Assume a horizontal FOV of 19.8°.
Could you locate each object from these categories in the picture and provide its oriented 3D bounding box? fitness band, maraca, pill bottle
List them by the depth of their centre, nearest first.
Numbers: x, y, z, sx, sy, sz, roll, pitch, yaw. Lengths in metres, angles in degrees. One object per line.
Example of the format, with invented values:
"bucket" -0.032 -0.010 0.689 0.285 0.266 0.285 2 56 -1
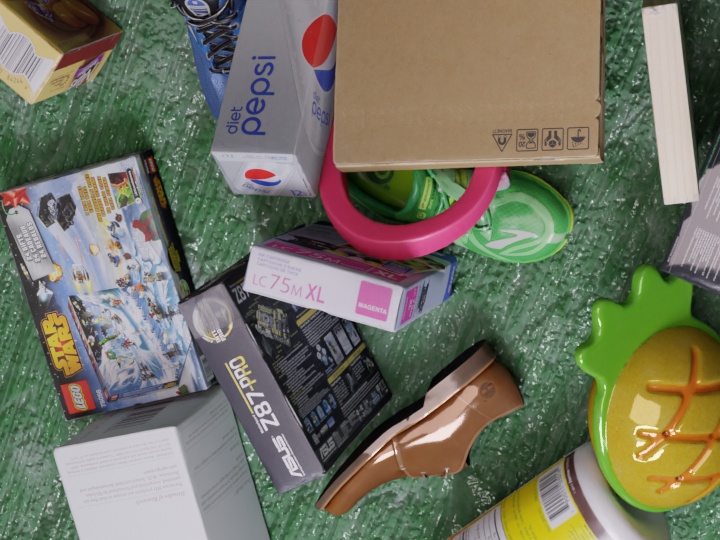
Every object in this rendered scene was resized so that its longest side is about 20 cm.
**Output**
"maraca" 0.222 0.090 1.530 0.107 0.137 0.201 20 141 52
"fitness band" 0.036 -0.099 1.531 0.142 0.037 0.201 -13 58 11
"pill bottle" 0.136 0.228 1.609 0.200 0.109 0.110 -38 91 23

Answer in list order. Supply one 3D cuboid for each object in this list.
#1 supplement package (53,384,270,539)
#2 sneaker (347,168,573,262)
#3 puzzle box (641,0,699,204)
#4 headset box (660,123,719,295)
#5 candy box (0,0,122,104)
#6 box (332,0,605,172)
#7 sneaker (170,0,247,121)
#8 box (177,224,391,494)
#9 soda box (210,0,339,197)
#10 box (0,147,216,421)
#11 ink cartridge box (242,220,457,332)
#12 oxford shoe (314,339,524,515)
"supplement package" -0.153 0.213 1.696 0.116 0.117 0.202 -12 99 20
"sneaker" 0.063 -0.050 1.573 0.198 0.084 0.075 18 109 12
"puzzle box" 0.217 -0.130 1.441 0.025 0.200 0.134 -7 102 10
"headset box" 0.342 -0.048 1.478 0.199 0.093 0.175 23 110 11
"candy box" -0.296 -0.222 1.627 0.200 0.117 0.057 38 113 5
"box" 0.078 -0.156 1.484 0.198 0.021 0.165 -1 81 18
"sneaker" -0.114 -0.196 1.589 0.078 0.089 0.202 -9 101 21
"box" -0.052 0.063 1.578 0.049 0.200 0.162 -24 96 20
"soda box" -0.053 -0.156 1.533 0.068 0.064 0.202 3 63 17
"box" -0.208 0.013 1.702 0.136 0.040 0.202 -13 100 19
"ink cartridge box" 0.000 0.000 1.547 0.118 0.200 0.042 16 99 14
"oxford shoe" 0.045 0.143 1.640 0.200 0.071 0.071 -39 95 22
